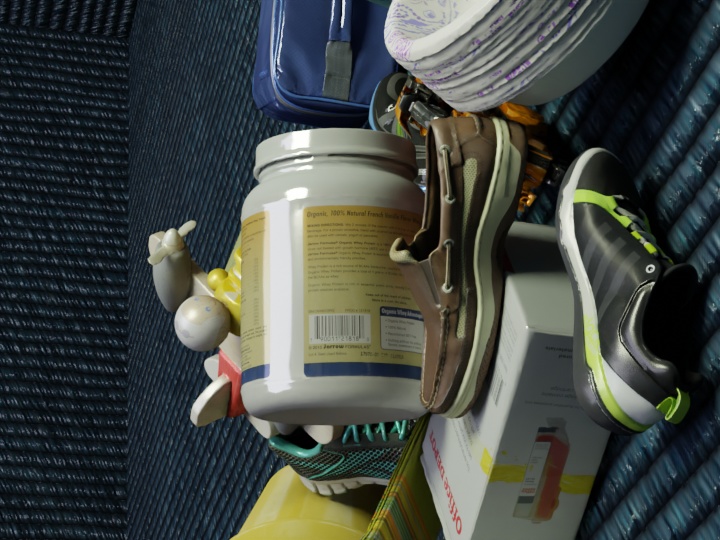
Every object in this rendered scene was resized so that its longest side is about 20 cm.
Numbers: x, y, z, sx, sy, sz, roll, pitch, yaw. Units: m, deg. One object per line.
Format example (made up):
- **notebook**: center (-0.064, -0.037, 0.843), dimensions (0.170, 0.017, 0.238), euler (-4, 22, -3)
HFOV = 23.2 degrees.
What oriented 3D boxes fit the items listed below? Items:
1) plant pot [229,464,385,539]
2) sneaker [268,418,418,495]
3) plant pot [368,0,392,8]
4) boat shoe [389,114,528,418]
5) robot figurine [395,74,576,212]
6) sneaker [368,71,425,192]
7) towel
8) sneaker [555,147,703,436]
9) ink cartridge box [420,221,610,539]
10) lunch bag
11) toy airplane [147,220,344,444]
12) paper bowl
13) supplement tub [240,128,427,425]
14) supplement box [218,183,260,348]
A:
- **plant pot**: center (-0.039, 0.276, 1.560), dimensions (0.189, 0.199, 0.202), euler (-78, 2, -57)
- **sneaker**: center (0.004, 0.139, 1.462), dimensions (0.199, 0.091, 0.078), euler (-18, 53, 34)
- **plant pot**: center (0.036, -0.301, 1.444), dimensions (0.201, 0.199, 0.162), euler (-138, 69, -72)
- **boat shoe**: center (0.053, -0.004, 1.161), dimensions (0.075, 0.074, 0.204), euler (-144, 62, -75)
- **robot figurine**: center (0.087, -0.097, 1.274), dimensions (0.200, 0.144, 0.059), euler (-97, 30, -71)
- **sneaker**: center (0.062, -0.124, 1.535), dimensions (0.083, 0.070, 0.200), euler (-63, 24, 23)
- **towel**: center (0.047, 0.163, 1.327), dimensions (0.201, 0.018, 0.086), euler (-62, -36, -39)
- **sneaker**: center (0.176, 0.007, 1.076), dimensions (0.083, 0.071, 0.201), euler (-31, 52, 41)
- **ink cartridge box**: center (0.113, 0.088, 1.211), dimensions (0.146, 0.083, 0.201), euler (-106, 26, -57)
- **lunch bag**: center (-0.026, -0.248, 1.754), dimensions (0.132, 0.135, 0.202), euler (159, 117, -73)
- **toy airplane**: center (-0.100, 0.049, 1.428), dimensions (0.199, 0.141, 0.201), euler (-11, 85, 41)
- **paper bowl**: center (0.117, -0.192, 1.159), dimensions (0.201, 0.104, 0.201), euler (-44, 22, 23)
- **supplement tub**: center (-0.017, 0.007, 1.289), dimensions (0.144, 0.143, 0.202), euler (145, 126, -71)
- **supplement box**: center (-0.050, -0.001, 1.633), dimensions (0.200, 0.133, 0.201), euler (169, 123, -81)
